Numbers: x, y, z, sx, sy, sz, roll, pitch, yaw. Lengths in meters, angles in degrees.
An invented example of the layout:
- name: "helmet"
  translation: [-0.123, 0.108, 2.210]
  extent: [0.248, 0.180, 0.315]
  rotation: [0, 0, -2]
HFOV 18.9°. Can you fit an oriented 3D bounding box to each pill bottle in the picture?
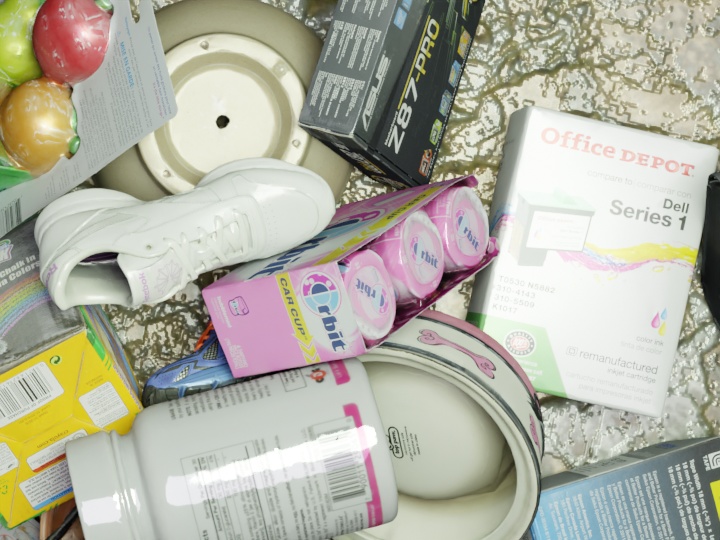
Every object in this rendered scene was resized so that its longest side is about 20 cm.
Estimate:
- name: "pill bottle"
  translation: [-0.084, 0.132, 1.407]
  extent: [0.200, 0.113, 0.114]
  rotation: [-13, 91, -6]

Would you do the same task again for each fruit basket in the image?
- name: "fruit basket"
  translation: [-0.205, -0.138, 1.484]
  extent: [0.200, 0.094, 0.185]
  rotation: [-29, 64, 28]

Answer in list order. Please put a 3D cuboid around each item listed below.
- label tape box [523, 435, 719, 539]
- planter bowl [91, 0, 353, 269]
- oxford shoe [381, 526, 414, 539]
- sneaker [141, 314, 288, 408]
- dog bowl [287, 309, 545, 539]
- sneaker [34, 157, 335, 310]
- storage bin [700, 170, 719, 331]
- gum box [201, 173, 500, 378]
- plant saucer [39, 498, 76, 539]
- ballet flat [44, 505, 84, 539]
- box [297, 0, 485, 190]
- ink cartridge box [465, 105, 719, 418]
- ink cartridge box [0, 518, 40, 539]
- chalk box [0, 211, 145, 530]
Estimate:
- name: "label tape box"
  translation: [0.221, 0.203, 1.575]
  extent: [0.200, 0.063, 0.144]
  rotation: [-15, 91, -12]
- name: "planter bowl"
  translation: [-0.098, -0.100, 1.519]
  extent: [0.200, 0.135, 0.201]
  rotation: [0, 90, -3]
- name: "oxford shoe"
  translation: [-0.014, 0.272, 1.560]
  extent: [0.071, 0.071, 0.200]
  rotation: [36, 86, -2]
- name: "sneaker"
  translation: [-0.087, 0.052, 1.520]
  extent: [0.078, 0.200, 0.075]
  rotation: [46, 129, 13]
- name: "dog bowl"
  translation: [0.039, 0.113, 1.514]
  extent: [0.200, 0.074, 0.200]
  rotation: [12, 128, 15]
- name: "sneaker"
  translation: [-0.112, -0.013, 1.412]
  extent: [0.200, 0.100, 0.075]
  rotation: [-12, 126, 1]
- name: "storage bin"
  translation: [0.308, 0.009, 1.502]
  extent: [0.094, 0.200, 0.135]
  rotation: [-24, 63, -6]
- name: "gum box"
  translation: [0.000, 0.000, 1.472]
  extent: [0.113, 0.200, 0.066]
  rotation: [-13, 103, 35]
- name: "plant saucer"
  translation: [-0.131, 0.188, 1.547]
  extent: [0.200, 0.037, 0.201]
  rotation: [3, 80, -17]
- name: "ballet flat"
  translation: [-0.179, 0.192, 1.476]
  extent: [0.068, 0.068, 0.200]
  rotation: [44, 71, -6]
- name: "box"
  translation: [0.031, -0.169, 1.506]
  extent: [0.049, 0.161, 0.200]
  rotation: [16, 83, 23]
- name: "ink cartridge box"
  translation: [0.163, -0.008, 1.562]
  extent: [0.145, 0.084, 0.200]
  rotation: [13, 89, -4]
- name: "ink cartridge box"
  translation: [-0.283, 0.220, 1.513]
  extent: [0.162, 0.200, 0.057]
  rotation: [40, 130, -9]
- name: "chalk box"
  translation: [-0.235, 0.056, 1.499]
  extent: [0.124, 0.200, 0.124]
  rotation: [-28, 126, -1]
